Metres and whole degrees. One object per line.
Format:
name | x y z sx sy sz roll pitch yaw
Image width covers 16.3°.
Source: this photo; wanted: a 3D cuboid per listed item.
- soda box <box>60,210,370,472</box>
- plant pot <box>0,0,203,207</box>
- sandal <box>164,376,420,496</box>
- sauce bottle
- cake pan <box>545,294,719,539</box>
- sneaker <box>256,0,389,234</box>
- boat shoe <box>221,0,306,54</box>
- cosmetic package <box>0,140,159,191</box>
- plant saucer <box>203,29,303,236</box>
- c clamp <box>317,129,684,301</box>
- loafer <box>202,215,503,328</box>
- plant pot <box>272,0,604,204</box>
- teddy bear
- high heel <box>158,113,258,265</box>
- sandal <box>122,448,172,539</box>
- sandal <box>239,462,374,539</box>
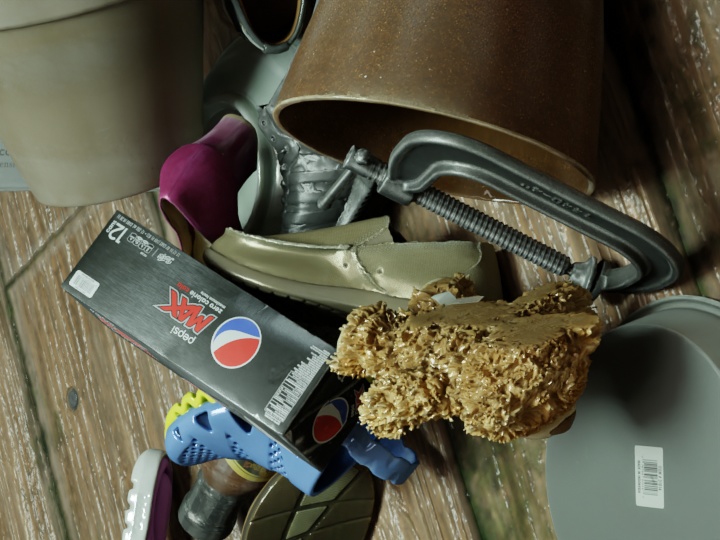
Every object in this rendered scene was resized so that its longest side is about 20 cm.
soda box | -0.088 0.042 1.551 0.200 0.071 0.063 32 81 32
plant pot | -0.181 -0.142 1.676 0.200 0.200 0.174 10 119 54
sandal | -0.038 0.103 1.595 0.200 0.079 0.087 -14 78 28
sauce bottle | -0.072 0.105 1.710 0.065 0.065 0.200 57 136 35
cake pan | 0.171 0.114 1.392 0.200 0.037 0.201 3 94 54
sneaker | -0.028 -0.075 1.618 0.104 0.060 0.200 40 116 19
boat shoe | -0.067 -0.240 1.638 0.068 0.072 0.201 -103 7 -63
cosmetic package | -0.249 -0.166 1.853 0.167 0.166 0.201 13 101 54
plant saucer | -0.077 -0.068 1.718 0.200 0.050 0.201 3 93 54
c clamp | 0.082 -0.031 1.418 0.171 0.200 0.027 120 175 -70
loafer | 0.000 0.000 1.556 0.199 0.076 0.068 13 77 16
plant pot | 0.064 -0.161 1.427 0.187 0.187 0.201 0 73 54
teddy bear | 0.063 0.051 1.408 0.200 0.145 0.067 4 115 45
high heel | -0.101 0.000 1.645 0.067 0.096 0.200 23 132 17
sandal | -0.145 0.232 1.823 0.050 0.082 0.203 2 92 11
sandal | -0.048 0.194 1.687 0.055 0.081 0.200 -104 24 -53
